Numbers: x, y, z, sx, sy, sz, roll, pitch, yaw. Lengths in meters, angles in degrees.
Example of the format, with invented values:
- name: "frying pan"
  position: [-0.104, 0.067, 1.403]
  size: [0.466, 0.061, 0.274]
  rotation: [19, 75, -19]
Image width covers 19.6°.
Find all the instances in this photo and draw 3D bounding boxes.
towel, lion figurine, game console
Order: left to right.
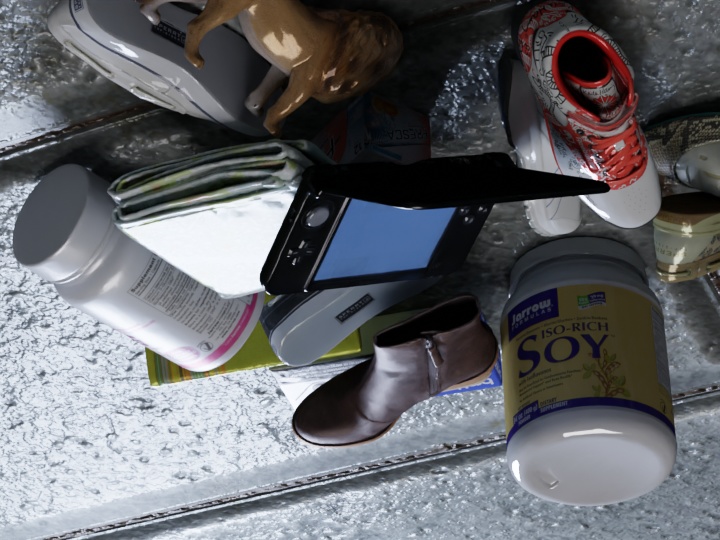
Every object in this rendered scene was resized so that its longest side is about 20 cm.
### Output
- name: "towel"
  position: [-0.098, 0.048, 1.855]
  size: [0.200, 0.086, 0.018]
  rotation: [-10, 168, 13]
- name: "towel"
  position: [-0.078, -0.040, 1.629]
  size: [0.171, 0.048, 0.200]
  rotation: [-12, 155, 24]
- name: "lion figurine"
  position: [-0.064, -0.182, 1.531]
  size: [0.123, 0.072, 0.200]
  rotation: [-47, 124, 5]
- name: "game console"
  position: [0.053, -0.025, 1.549]
  size: [0.200, 0.116, 0.176]
  rotation: [-6, 135, -38]

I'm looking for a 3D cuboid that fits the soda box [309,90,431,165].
- name: "soda box"
  position: [-0.025, -0.063, 1.711]
  size: [0.068, 0.064, 0.200]
  rotation: [21, 139, -27]

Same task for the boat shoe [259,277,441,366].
- name: "boat shoe"
  position: [0.001, 0.001, 1.795]
  size: [0.199, 0.068, 0.074]
  rotation: [-39, 139, 8]

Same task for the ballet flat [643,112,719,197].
- name: "ballet flat"
  position: [0.316, -0.093, 1.659]
  size: [0.200, 0.075, 0.068]
  rotation: [-8, 139, 11]

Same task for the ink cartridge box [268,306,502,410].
- name: "ink cartridge box"
  position: [0.024, 0.083, 1.936]
  size: [0.200, 0.044, 0.094]
  rotation: [-10, 145, 13]

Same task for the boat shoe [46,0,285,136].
- name: "boat shoe"
  position: [-0.146, -0.154, 1.576]
  size: [0.200, 0.072, 0.066]
  rotation: [25, 149, -35]

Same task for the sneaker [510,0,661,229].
- name: "sneaker"
  position: [0.178, -0.104, 1.546]
  size: [0.067, 0.108, 0.202]
  rotation: [-29, 110, -2]

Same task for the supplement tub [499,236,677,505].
- name: "supplement tub"
  position: [0.195, 0.087, 1.807]
  size: [0.145, 0.200, 0.145]
  rotation: [-1, 145, 0]

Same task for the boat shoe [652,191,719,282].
- name: "boat shoe"
  position: [0.300, -0.031, 1.694]
  size: [0.200, 0.063, 0.073]
  rotation: [-7, -162, -44]

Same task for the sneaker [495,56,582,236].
- name: "sneaker"
  position: [0.162, -0.096, 1.660]
  size: [0.087, 0.075, 0.200]
  rotation: [-11, 145, 6]

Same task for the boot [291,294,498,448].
- name: "boot"
  position: [0.021, 0.083, 1.812]
  size: [0.200, 0.072, 0.166]
  rotation: [-21, 157, 2]

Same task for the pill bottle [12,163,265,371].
- name: "pill bottle"
  position: [-0.186, -0.003, 1.752]
  size: [0.113, 0.113, 0.200]
  rotation: [-27, 136, 33]
